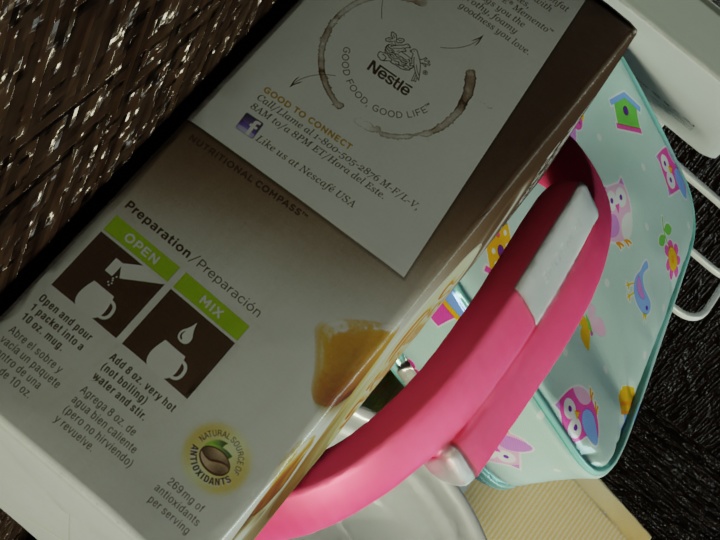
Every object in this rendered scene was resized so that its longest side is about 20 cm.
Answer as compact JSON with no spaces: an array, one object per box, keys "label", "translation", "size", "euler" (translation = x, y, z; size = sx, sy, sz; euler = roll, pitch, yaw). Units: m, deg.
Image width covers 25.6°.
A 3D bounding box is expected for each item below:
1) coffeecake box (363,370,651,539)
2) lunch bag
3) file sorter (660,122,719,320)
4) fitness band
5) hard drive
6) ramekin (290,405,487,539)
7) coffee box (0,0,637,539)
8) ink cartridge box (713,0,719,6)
[{"label":"coffeecake box","translation":[0.027,0.112,0.822],"size":[0.073,0.154,0.199],"euler":[-50,-164,-24]},{"label":"lunch bag","translation":[0.078,-0.007,0.712],"size":[0.076,0.161,0.201],"euler":[-10,-144,39]},{"label":"file sorter","translation":[0.255,-0.086,1.071],"size":[0.139,0.124,0.200],"euler":[-46,175,-43]},{"label":"fitness band","translation":[0.008,0.014,0.566],"size":[0.143,0.038,0.201],"euler":[6,-131,45]},{"label":"hard drive","translation":[0.139,-0.113,0.773],"size":[0.026,0.132,0.200],"euler":[-50,174,2]},{"label":"ramekin","translation":[-0.046,0.156,0.666],"size":[0.201,0.200,0.105],"euler":[-50,-177,-21]},{"label":"coffee box","translation":[-0.019,-0.003,0.455],"size":[0.200,0.079,0.115],"euler":[-50,175,-22]},{"label":"ink cartridge box","translation":[0.224,-0.190,0.897],"size":[0.083,0.146,0.200],"euler":[-55,173,25]}]
